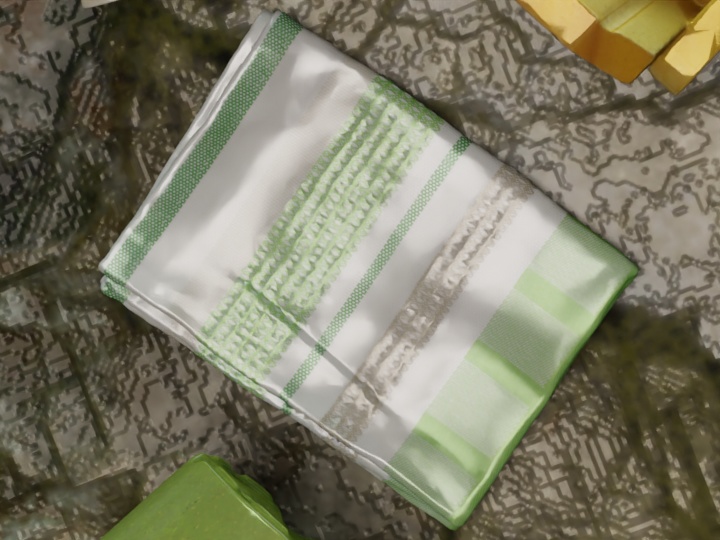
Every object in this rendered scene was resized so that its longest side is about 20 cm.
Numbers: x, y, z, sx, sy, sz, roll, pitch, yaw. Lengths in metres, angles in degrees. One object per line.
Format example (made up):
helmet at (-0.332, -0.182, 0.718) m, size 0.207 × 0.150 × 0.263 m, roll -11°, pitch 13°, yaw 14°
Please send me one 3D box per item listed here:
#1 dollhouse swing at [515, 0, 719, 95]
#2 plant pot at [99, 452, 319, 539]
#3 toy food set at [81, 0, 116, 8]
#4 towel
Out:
dollhouse swing at (0.097, -0.187, 1.045) m, size 0.200 × 0.176 × 0.182 m, roll 43°, pitch 93°, yaw 3°
plant pot at (-0.080, 0.185, 1.134) m, size 0.200 × 0.200 × 0.190 m, roll 39°, pitch 90°, yaw 6°
toy food set at (-0.075, -0.225, 1.151) m, size 0.143 × 0.060 × 0.201 m, roll -13°, pitch 92°, yaw 13°
towel at (0.000, 0.000, 1.169) m, size 0.200 × 0.031 × 0.150 m, roll 35°, pitch 101°, yaw 7°
